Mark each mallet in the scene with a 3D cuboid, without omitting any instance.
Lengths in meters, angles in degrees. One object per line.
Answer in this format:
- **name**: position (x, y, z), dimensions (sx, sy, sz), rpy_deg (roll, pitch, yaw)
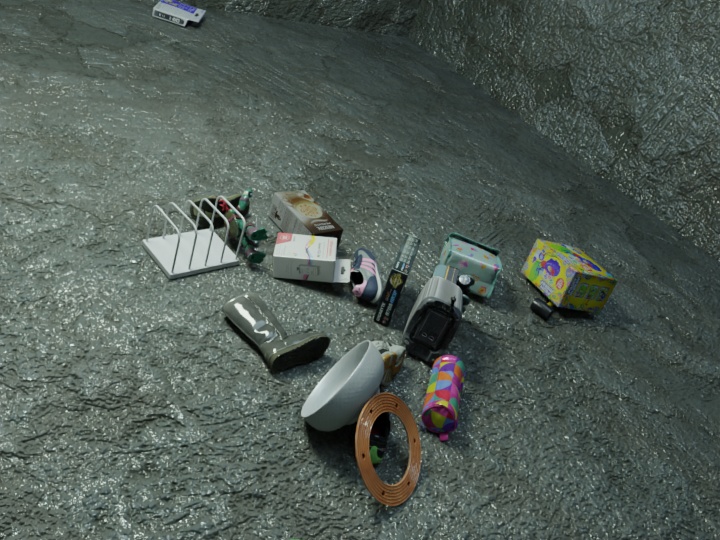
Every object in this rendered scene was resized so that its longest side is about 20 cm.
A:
- **mallet**: position (0.583, 0.105, 2.087), dimensions (0.197, 0.042, 0.066), rpy_deg (-8, 41, -46)

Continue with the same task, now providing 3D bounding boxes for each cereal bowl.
- **cereal bowl**: position (-0.023, 0.238, 1.363), dimensions (0.083, 0.199, 0.201), rpy_deg (45, 31, -7)

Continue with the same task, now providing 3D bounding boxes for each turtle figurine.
- **turtle figurine**: position (-0.295, -0.115, 1.766), dimensions (0.099, 0.152, 0.201), rpy_deg (-22, 45, -15)

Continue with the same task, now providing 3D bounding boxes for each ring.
- **ring**: position (0.051, 0.334, 1.308), dimensions (0.198, 0.019, 0.206), rpy_deg (21, 63, -46)

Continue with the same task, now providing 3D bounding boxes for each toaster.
- **toaster**: position (0.177, 0.106, 1.662), dimensions (0.111, 0.203, 0.130), rpy_deg (23, 31, -1)

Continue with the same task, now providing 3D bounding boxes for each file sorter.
- **file sorter**: position (-0.394, -0.088, 1.660), dimensions (0.197, 0.127, 0.138), rpy_deg (-15, 46, -44)

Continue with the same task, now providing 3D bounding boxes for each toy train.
- **toy train**: position (0.222, 0.061, 1.780), dimensions (0.111, 0.201, 0.087), rpy_deg (19, 61, 4)

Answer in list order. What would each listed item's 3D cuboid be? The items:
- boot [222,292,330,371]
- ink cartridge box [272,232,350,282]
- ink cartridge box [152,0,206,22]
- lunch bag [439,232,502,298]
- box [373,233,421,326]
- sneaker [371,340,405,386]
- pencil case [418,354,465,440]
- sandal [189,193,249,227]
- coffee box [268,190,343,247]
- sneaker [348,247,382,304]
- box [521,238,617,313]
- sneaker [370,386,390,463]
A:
- **boot**: position (-0.186, 0.125, 1.542), dimensions (0.179, 0.074, 0.199), rpy_deg (-7, 36, -42)
- **ink cartridge box**: position (-0.120, -0.032, 1.767), dimensions (0.194, 0.069, 0.118), rpy_deg (5, 33, -3)
- **ink cartridge box**: position (-0.784, -1.116, 3.023), dimensions (0.195, 0.044, 0.200), rpy_deg (15, 33, -9)
- **lunch bag**: position (0.316, -0.025, 2.028), dimensions (0.166, 0.125, 0.201), rpy_deg (20, 23, 1)
- **box**: position (0.094, 0.022, 1.775), dimensions (0.045, 0.162, 0.201), rpy_deg (21, 32, 3)
- **sneaker**: position (0.038, 0.199, 1.536), dimensions (0.086, 0.078, 0.200), rpy_deg (19, 4, 13)
- **pencil case**: position (0.184, 0.274, 1.535), dimensions (0.086, 0.090, 0.201), rpy_deg (23, 33, 2)
- **sandal**: position (-0.377, -0.163, 1.844), dimensions (0.056, 0.082, 0.199), rpy_deg (19, 20, 30)
- **coffee box**: position (-0.152, -0.132, 1.922), dimensions (0.113, 0.081, 0.200), rpy_deg (-11, 45, -42)
- **sneaker**: position (0.000, 0.000, 1.824), dimensions (0.080, 0.071, 0.202), rpy_deg (19, 29, -27)
- **box**: position (0.635, 0.018, 2.129), dimensions (0.188, 0.124, 0.201), rpy_deg (8, 27, -31)
- **sneaker**: position (0.034, 0.293, 1.403), dimensions (0.075, 0.085, 0.202), rpy_deg (15, 32, -12)
